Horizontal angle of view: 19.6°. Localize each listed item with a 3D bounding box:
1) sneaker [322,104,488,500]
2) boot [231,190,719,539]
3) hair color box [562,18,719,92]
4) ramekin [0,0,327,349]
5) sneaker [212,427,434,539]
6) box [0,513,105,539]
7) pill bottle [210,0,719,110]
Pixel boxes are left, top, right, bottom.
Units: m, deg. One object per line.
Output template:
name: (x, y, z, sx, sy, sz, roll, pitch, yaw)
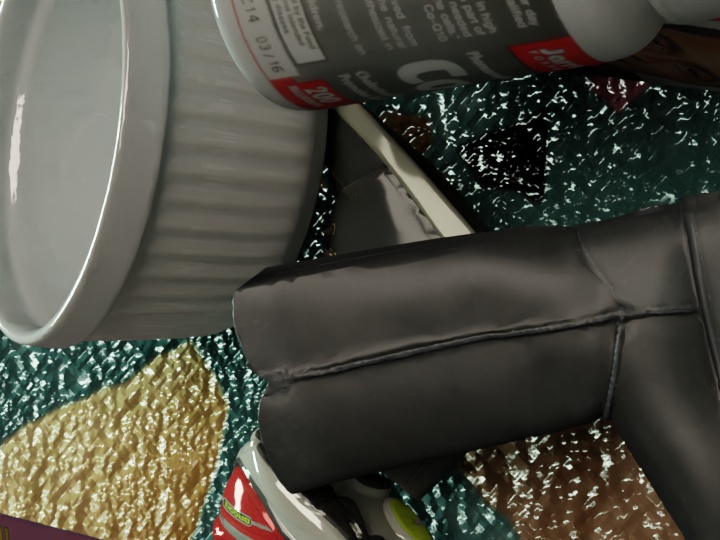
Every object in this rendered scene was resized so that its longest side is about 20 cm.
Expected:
sneaker: (0.000, 0.000, 0.924, 0.106, 0.075, 0.200, -44, 58, 8)
boot: (0.059, 0.064, 0.831, 0.200, 0.066, 0.165, -10, 85, 11)
hair color box: (0.104, -0.124, 0.887, 0.200, 0.101, 0.061, 11, 81, 34)
ramekin: (-0.096, -0.062, 0.947, 0.200, 0.105, 0.200, -19, 69, 60)
sneaker: (0.007, 0.154, 0.886, 0.200, 0.077, 0.085, 50, 125, 31)
box: (-0.221, 0.177, 0.941, 0.200, 0.176, 0.097, -15, 68, 27)
pill bottle: (0.051, -0.129, 0.793, 0.200, 0.114, 0.114, -7, 71, 29)
